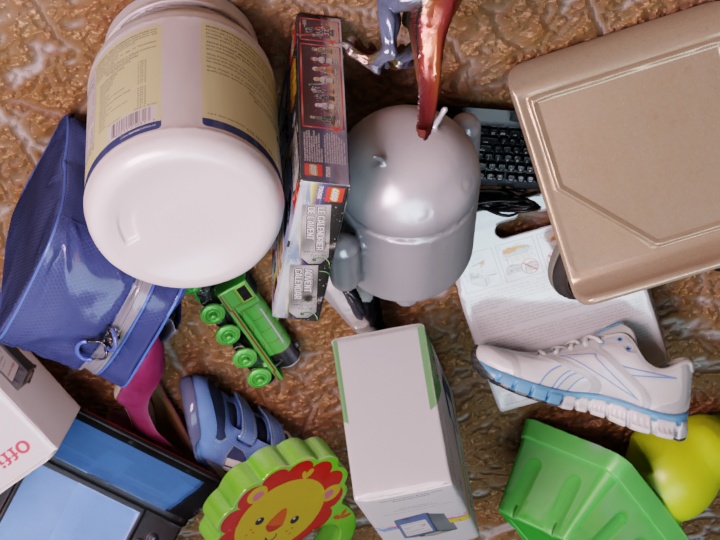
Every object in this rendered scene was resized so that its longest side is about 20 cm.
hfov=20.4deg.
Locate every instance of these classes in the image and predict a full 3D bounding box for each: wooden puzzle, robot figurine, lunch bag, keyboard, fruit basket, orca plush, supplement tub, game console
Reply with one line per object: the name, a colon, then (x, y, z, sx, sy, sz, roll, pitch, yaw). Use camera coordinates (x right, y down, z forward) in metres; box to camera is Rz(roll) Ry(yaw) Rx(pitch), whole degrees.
wooden puzzle: (0.230, -0.092, 1.583, 0.184, 0.037, 0.201, -17, 93, 10)
robot figurine: (0.035, -0.052, 1.564, 0.113, 0.170, 0.200, 35, 154, 18)
lunch bag: (-0.199, -0.009, 1.571, 0.132, 0.201, 0.136, 20, 128, -20)
keyboard: (0.123, -0.081, 1.641, 0.199, 0.040, 0.104, 4, 131, -5)
fruit basket: (0.256, 0.204, 1.888, 0.215, 0.155, 0.217, -14, 112, -38)
orca plush: (0.000, 0.000, 1.692, 0.071, 0.105, 0.200, -46, 125, -6)
supplement tub: (-0.132, -0.102, 1.490, 0.144, 0.201, 0.145, -3, 133, -3)
game console: (-0.249, 0.215, 1.806, 0.199, 0.119, 0.173, 28, 88, -14)

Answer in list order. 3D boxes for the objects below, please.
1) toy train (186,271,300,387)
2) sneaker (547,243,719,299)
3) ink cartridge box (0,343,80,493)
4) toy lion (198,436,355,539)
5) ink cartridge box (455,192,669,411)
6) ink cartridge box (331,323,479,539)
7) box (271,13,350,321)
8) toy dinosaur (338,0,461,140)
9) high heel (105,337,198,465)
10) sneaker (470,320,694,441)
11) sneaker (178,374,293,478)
toy train: (-0.111, 0.027, 1.728, 0.056, 0.042, 0.200, -28, 130, 6)
sneaker: (0.251, -0.023, 1.639, 0.200, 0.106, 0.075, -34, 132, 7)
ink cartridge box: (-0.360, 0.098, 1.694, 0.147, 0.086, 0.200, -33, 107, 23)
toy lion: (-0.074, 0.233, 1.826, 0.200, 0.069, 0.192, 14, 117, -51)
ink cartridge box: (0.168, 0.014, 1.752, 0.159, 0.047, 0.201, -16, 116, 10)
ink cartridge box: (0.041, 0.150, 1.739, 0.087, 0.146, 0.200, -11, 157, 4)
box: (-0.040, -0.080, 1.520, 0.040, 0.201, 0.137, 6, 133, -8)
toy dinosaur: (0.069, -0.221, 1.439, 0.105, 0.200, 0.182, 5, 131, -48)
high heel: (-0.173, 0.117, 1.779, 0.095, 0.068, 0.200, 15, 136, -6)
sneaker: (0.195, 0.081, 1.733, 0.199, 0.075, 0.087, 15, 94, -5)
sneaker: (-0.106, 0.153, 1.827, 0.082, 0.074, 0.200, -19, 139, 10)
